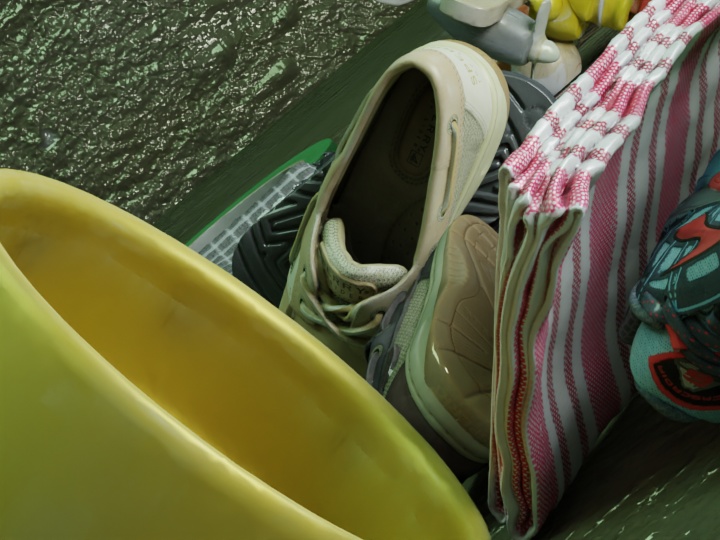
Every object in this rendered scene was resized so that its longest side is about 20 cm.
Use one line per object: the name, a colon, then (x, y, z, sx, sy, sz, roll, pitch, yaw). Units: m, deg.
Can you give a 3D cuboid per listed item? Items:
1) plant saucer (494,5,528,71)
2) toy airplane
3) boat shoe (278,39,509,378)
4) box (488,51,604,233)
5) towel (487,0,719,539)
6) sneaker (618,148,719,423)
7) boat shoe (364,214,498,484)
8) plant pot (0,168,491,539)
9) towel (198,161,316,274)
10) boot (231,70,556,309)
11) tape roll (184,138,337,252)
plant saucer: (0.095, -0.145, 1.775, 0.200, 0.032, 0.200, -39, 8, 6)
toy airplane: (0.099, -0.174, 1.529, 0.199, 0.142, 0.199, -13, 16, -27)
boat shoe: (0.000, 0.000, 1.017, 0.065, 0.072, 0.201, -17, -48, -65)
box: (0.107, -0.050, 1.145, 0.200, 0.050, 0.198, -41, 7, -6)
towel: (0.100, -0.020, 0.820, 0.200, 0.030, 0.147, -46, -33, -41)
sneaker: (0.125, 0.010, 0.710, 0.096, 0.079, 0.200, -49, 0, -4)
boat shoe: (0.034, 0.034, 0.938, 0.065, 0.072, 0.200, -38, 9, 16)
plant pot: (-0.091, 0.102, 0.767, 0.189, 0.200, 0.201, -54, 5, 11)
towel: (-0.062, 0.028, 1.350, 0.200, 0.086, 0.166, -40, 9, -4)
boot: (0.032, -0.050, 1.147, 0.164, 0.066, 0.200, -28, 3, 16)
tape roll: (-0.085, -0.017, 1.820, 0.200, 0.048, 0.200, -38, 8, 6)
